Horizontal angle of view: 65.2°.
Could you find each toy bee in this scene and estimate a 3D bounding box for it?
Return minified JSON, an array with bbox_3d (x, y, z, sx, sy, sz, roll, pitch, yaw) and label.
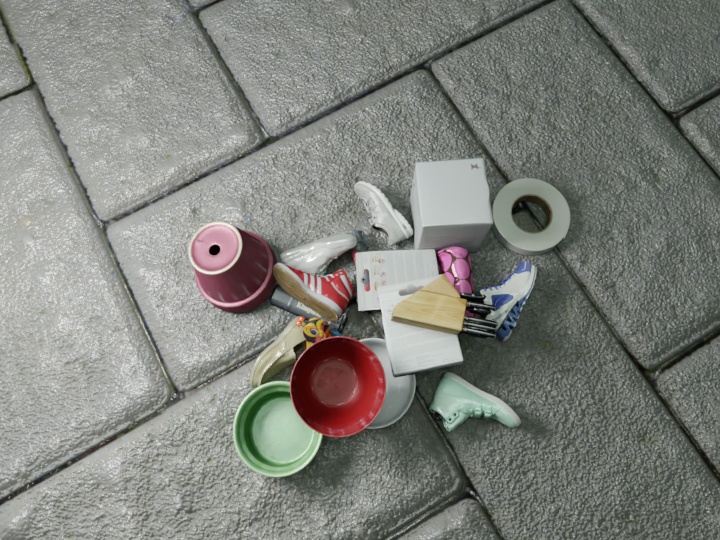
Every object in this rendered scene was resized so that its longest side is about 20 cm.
[{"bbox_3d":[-0.096,0.150,1.292,0.108,0.131,0.202,21,101,7],"label":"toy bee"}]

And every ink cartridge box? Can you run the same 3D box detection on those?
[{"bbox_3d":[0.132,0.126,1.273,0.161,0.057,0.202,-10,70,-3],"label":"ink cartridge box"},{"bbox_3d":[0.090,0.030,1.343,0.197,0.047,0.162,-3,59,-1],"label":"ink cartridge box"}]

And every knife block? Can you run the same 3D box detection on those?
[{"bbox_3d":[0.188,0.108,1.221,0.199,0.064,0.176,-32,76,-9],"label":"knife block"}]

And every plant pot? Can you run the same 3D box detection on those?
[{"bbox_3d":[-0.310,-0.021,1.327,0.197,0.179,0.202,-2,69,6],"label":"plant pot"}]

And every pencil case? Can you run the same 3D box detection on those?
[{"bbox_3d":[0.228,0.049,1.361,0.093,0.090,0.202,-12,71,30],"label":"pencil case"}]

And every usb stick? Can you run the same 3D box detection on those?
[{"bbox_3d":[-0.128,0.093,1.377,0.198,0.033,0.056,24,73,7],"label":"usb stick"}]

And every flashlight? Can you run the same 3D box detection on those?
[{"bbox_3d":[0.000,0.000,1.393,0.067,0.068,0.202,2,61,-46],"label":"flashlight"}]

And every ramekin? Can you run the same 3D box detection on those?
[{"bbox_3d":[-0.177,0.355,1.261,0.197,0.098,0.202,0,73,0],"label":"ramekin"}]

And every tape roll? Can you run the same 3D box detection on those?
[{"bbox_3d":[0.434,-0.138,1.444,0.200,0.037,0.205,0,72,1],"label":"tape roll"}]

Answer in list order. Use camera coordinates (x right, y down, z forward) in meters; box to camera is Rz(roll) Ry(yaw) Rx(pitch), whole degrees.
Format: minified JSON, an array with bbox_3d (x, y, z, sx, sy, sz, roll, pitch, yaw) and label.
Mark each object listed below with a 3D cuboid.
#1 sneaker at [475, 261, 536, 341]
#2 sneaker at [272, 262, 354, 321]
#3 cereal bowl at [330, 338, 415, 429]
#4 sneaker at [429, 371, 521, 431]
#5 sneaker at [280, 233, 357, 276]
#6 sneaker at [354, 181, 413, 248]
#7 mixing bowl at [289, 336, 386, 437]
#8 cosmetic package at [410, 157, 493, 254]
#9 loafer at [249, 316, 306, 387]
[{"bbox_3d":[0.340,0.056,1.361,0.114,0.081,0.201,26,76,6],"label":"sneaker"},{"bbox_3d":[-0.108,0.026,1.360,0.199,0.071,0.113,36,54,4],"label":"sneaker"},{"bbox_3d":[0.028,0.262,1.297,0.197,0.083,0.203,0,73,1],"label":"cereal bowl"},{"bbox_3d":[0.254,0.330,1.277,0.199,0.074,0.119,27,68,19],"label":"sneaker"},{"bbox_3d":[-0.094,-0.030,1.392,0.198,0.075,0.089,-16,102,14],"label":"sneaker"},{"bbox_3d":[0.043,-0.145,1.430,0.082,0.075,0.200,-40,72,-4],"label":"sneaker"},{"bbox_3d":[-0.051,0.240,1.195,0.197,0.108,0.203,1,84,-8],"label":"mixing bowl"},{"bbox_3d":[0.212,-0.147,1.363,0.164,0.200,0.169,-3,71,0],"label":"cosmetic package"},{"bbox_3d":[-0.182,0.199,1.322,0.068,0.076,0.201,34,75,16],"label":"loafer"}]
